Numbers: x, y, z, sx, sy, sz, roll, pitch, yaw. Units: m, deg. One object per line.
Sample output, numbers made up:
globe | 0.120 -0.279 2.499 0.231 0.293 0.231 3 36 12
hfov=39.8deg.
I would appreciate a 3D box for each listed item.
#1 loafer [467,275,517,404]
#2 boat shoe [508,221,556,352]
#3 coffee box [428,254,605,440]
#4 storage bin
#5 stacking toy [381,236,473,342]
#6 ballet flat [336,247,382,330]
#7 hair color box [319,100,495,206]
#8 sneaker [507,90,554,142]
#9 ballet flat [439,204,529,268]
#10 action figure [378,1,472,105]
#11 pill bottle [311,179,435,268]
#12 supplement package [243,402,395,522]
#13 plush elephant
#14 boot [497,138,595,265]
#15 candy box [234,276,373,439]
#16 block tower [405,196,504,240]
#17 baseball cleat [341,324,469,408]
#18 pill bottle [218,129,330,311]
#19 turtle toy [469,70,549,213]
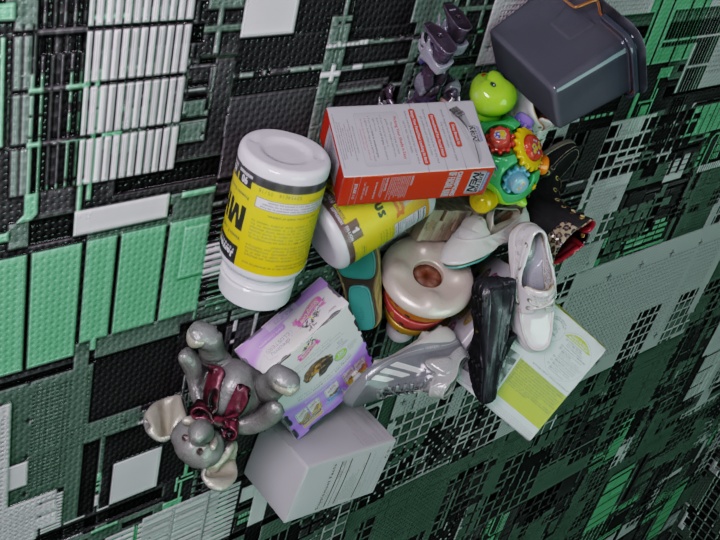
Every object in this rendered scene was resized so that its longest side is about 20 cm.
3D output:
loafer | 0.202 0.106 1.487 0.070 0.068 0.203 -4 109 -15
boat shoe | 0.260 0.031 1.486 0.070 0.069 0.203 -11 102 -11
coffee box | 0.244 0.118 1.637 0.199 0.200 0.198 39 93 -12
storage bin | 0.274 -0.300 1.353 0.134 0.201 0.146 -33 144 -6
stacking toy | 0.084 0.056 1.552 0.145 0.146 0.201 -27 155 -29
ballet flat | 0.000 0.000 1.448 0.063 0.068 0.201 -73 166 -45
hair color box | 0.058 -0.149 1.249 0.197 0.112 0.064 -6 149 -15
sneaker | 0.265 -0.220 1.505 0.073 0.085 0.201 -38 146 -18
ballet flat | 0.188 -0.060 1.505 0.199 0.069 0.070 -21 138 -41
action figure | 0.090 -0.244 1.301 0.130 0.069 0.201 -33 158 -33
pill bottle | 0.024 -0.096 1.321 0.199 0.109 0.110 -33 143 -17
supplement package | -0.065 0.300 1.600 0.199 0.121 0.121 -6 128 -44
plush elephant | -0.195 0.191 1.315 0.156 0.164 0.200 -59 179 -31
boot | 0.320 -0.110 1.611 0.200 0.150 0.073 -41 145 -12
candy box | -0.076 0.133 1.473 0.167 0.071 0.201 -39 145 -13
block tower | 0.143 -0.081 1.528 0.199 0.054 0.058 1 123 -49
baseball cleat | 0.071 0.165 1.489 0.199 0.107 0.070 -35 154 -2
pill bottle | -0.111 -0.058 1.212 0.113 0.114 0.202 -14 132 -40
turtle toy | 0.201 -0.184 1.421 0.145 0.100 0.202 -37 106 -46
